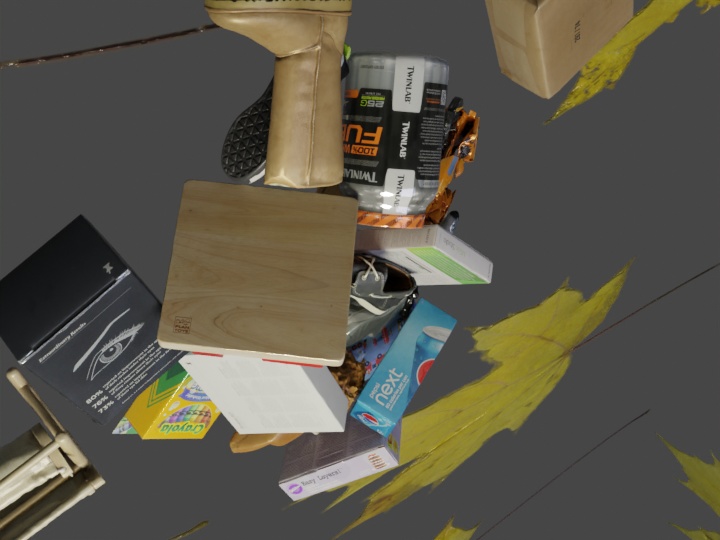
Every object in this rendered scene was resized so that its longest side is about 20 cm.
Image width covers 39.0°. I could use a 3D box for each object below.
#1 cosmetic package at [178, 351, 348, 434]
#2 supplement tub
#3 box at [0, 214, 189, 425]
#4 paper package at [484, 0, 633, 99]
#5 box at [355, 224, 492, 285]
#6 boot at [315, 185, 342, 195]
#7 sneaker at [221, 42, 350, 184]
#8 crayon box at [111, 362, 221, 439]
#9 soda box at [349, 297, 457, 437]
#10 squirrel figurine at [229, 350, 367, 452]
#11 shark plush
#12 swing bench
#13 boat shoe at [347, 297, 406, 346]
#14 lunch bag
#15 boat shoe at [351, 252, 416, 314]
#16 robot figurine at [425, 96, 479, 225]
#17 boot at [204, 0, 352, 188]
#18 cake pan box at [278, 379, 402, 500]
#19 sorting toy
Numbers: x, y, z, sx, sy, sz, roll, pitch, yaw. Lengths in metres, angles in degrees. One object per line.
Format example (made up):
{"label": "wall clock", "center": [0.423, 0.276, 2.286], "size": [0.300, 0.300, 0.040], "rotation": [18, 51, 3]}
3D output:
{"label": "cosmetic package", "center": [-0.118, 0.135, 1.258], "size": [0.150, 0.052, 0.200], "rotation": [-6, 142, 18]}
{"label": "supplement tub", "center": [0.037, -0.154, 1.202], "size": [0.122, 0.122, 0.201], "rotation": [-5, 102, -51]}
{"label": "box", "center": [-0.295, 0.059, 1.120], "size": [0.148, 0.104, 0.200], "rotation": [-41, 150, -10]}
{"label": "paper package", "center": [0.265, -0.362, 1.341], "size": [0.191, 0.103, 0.200], "rotation": [-44, 151, -7]}
{"label": "box", "center": [0.061, -0.018, 1.395], "size": [0.144, 0.200, 0.036], "rotation": [30, 67, -47]}
{"label": "boot", "center": [0.013, -0.102, 1.354], "size": [0.200, 0.077, 0.155], "rotation": [-61, 161, -14]}
{"label": "sneaker", "center": [-0.075, -0.175, 1.154], "size": [0.200, 0.072, 0.083], "rotation": [-52, 152, 9]}
{"label": "crayon box", "center": [-0.233, 0.164, 1.391], "size": [0.200, 0.052, 0.126], "rotation": [-54, 151, 14]}
{"label": "soda box", "center": [0.065, 0.142, 1.506], "size": [0.200, 0.068, 0.064], "rotation": [-56, 175, -29]}
{"label": "squirrel figurine", "center": [-0.082, 0.192, 1.498], "size": [0.199, 0.142, 0.187], "rotation": [-13, 162, 13]}
{"label": "shark plush", "center": [0.102, -0.027, 1.528], "size": [0.083, 0.091, 0.201], "rotation": [-31, 125, -78]}
{"label": "swing bench", "center": [-0.418, 0.251, 1.172], "size": [0.199, 0.130, 0.200], "rotation": [-37, 151, -17]}
{"label": "boat shoe", "center": [0.005, 0.055, 1.442], "size": [0.074, 0.065, 0.202], "rotation": [-51, 167, 25]}
{"label": "lunch bag", "center": [0.010, 0.060, 1.563], "size": [0.150, 0.094, 0.200], "rotation": [-29, 138, -24]}
{"label": "boat shoe", "center": [0.000, 0.000, 1.317], "size": [0.067, 0.072, 0.200], "rotation": [-22, 152, 28]}
{"label": "robot figurine", "center": [0.114, -0.137, 1.396], "size": [0.145, 0.058, 0.200], "rotation": [83, 29, -67]}
{"label": "boot", "center": [-0.082, -0.184, 1.052], "size": [0.175, 0.066, 0.201], "rotation": [-7, 113, -32]}
{"label": "cake pan box", "center": [-0.030, 0.252, 1.584], "size": [0.200, 0.184, 0.052], "rotation": [-24, 118, 20]}
{"label": "sorting toy", "center": [-0.111, 0.010, 1.142], "size": [0.199, 0.199, 0.070], "rotation": [6, 155, -2]}
